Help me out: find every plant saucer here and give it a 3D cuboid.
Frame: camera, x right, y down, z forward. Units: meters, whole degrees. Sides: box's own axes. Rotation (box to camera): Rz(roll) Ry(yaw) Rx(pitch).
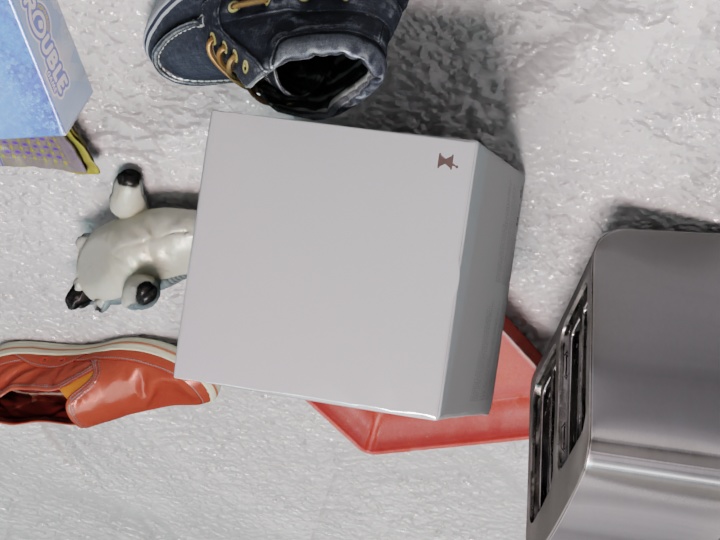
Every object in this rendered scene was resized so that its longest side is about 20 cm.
[{"bbox_3d":[0.035,0.058,1.498,0.199,0.037,0.200,-9,142,35],"label":"plant saucer"}]

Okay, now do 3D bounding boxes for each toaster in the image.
[{"bbox_3d":[0.178,0.095,1.337,0.118,0.200,0.181,7,150,-5],"label":"toaster"}]

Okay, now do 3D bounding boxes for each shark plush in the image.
[{"bbox_3d":[-0.148,0.006,1.473,0.083,0.091,0.200,-3,155,-33],"label":"shark plush"}]

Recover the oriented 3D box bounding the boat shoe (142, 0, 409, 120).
[{"bbox_3d":[-0.058,-0.124,1.194,0.200,0.091,0.071,-17,136,42],"label":"boat shoe"}]

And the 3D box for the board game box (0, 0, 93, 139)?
[{"bbox_3d":[-0.255,-0.151,1.047,0.199,0.043,0.200,-3,127,21],"label":"board game box"}]

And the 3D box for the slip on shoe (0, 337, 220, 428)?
[{"bbox_3d":[-0.197,0.091,1.630,0.200,0.061,0.074,-1,144,23],"label":"slip on shoe"}]

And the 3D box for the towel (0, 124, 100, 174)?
[{"bbox_3d":[-0.275,-0.111,1.378,0.200,0.023,0.144,6,148,15],"label":"towel"}]

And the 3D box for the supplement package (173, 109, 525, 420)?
[{"bbox_3d":[0.000,0.000,1.235,0.150,0.152,0.200,8,179,12],"label":"supplement package"}]
